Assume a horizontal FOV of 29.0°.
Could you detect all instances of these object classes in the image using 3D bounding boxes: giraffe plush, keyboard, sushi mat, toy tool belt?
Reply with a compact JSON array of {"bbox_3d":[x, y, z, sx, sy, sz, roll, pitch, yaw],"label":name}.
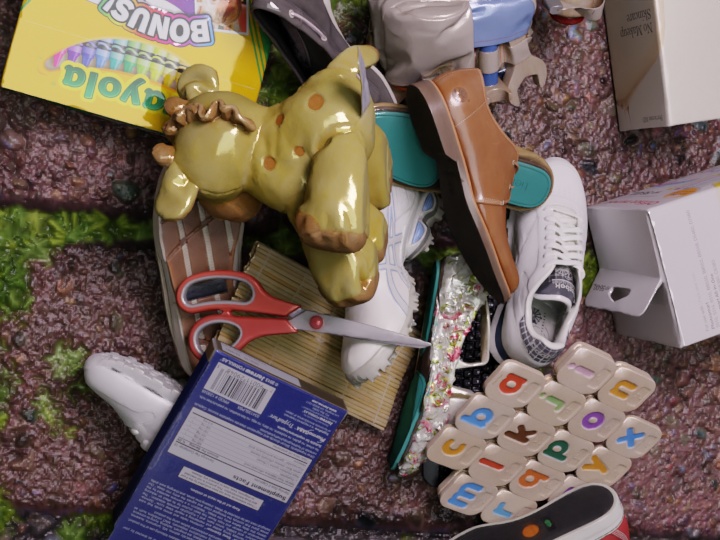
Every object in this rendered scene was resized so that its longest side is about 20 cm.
[{"bbox_3d":[-0.068,-0.079,1.048,0.162,0.173,0.200,0,125,10],"label":"giraffe plush"},{"bbox_3d":[0.113,0.096,1.237,0.104,0.040,0.200,2,93,-15],"label":"keyboard"},{"bbox_3d":[-0.033,0.058,1.170,0.200,0.012,0.096,30,81,-36],"label":"sushi mat"},{"bbox_3d":[0.102,-0.194,1.193,0.200,0.125,0.123,-7,132,-12],"label":"toy tool belt"}]

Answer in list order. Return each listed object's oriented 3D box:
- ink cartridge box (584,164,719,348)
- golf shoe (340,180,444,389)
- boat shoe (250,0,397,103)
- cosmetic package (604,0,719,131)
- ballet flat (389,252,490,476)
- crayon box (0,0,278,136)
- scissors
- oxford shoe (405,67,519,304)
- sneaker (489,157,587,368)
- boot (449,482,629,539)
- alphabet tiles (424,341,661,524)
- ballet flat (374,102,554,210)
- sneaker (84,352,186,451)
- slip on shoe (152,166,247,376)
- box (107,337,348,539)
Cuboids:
[{"bbox_3d":[0.304,-0.017,1.238,0.200,0.129,0.125,-17,97,-15],"label":"ink cartridge box"},{"bbox_3d":[0.000,0.000,1.149,0.097,0.078,0.200,31,50,-23],"label":"golf shoe"},{"bbox_3d":[-0.032,-0.165,1.136,0.200,0.067,0.057,55,49,-40],"label":"boat shoe"},{"bbox_3d":[0.269,-0.228,1.231,0.073,0.104,0.200,-8,94,-14],"label":"cosmetic package"},{"bbox_3d":[0.076,0.086,1.199,0.064,0.076,0.200,12,96,-5],"label":"ballet flat"},{"bbox_3d":[-0.172,-0.202,1.130,0.200,0.058,0.173,15,89,-16],"label":"crayon box"},{"bbox_3d":[-0.046,0.032,1.091,0.200,0.014,0.073,-4,86,7],"label":"scissors"},{"bbox_3d":[0.102,-0.068,1.129,0.071,0.071,0.200,-24,112,-16],"label":"oxford shoe"},{"bbox_3d":[0.168,-0.010,1.211,0.076,0.081,0.200,14,71,-11],"label":"sneaker"},{"bbox_3d":[0.155,0.289,1.249,0.200,0.072,0.144,-21,120,0],"label":"boot"},{"bbox_3d":[0.159,0.146,1.205,0.195,0.015,0.200,24,119,-32],"label":"alphabet tiles"},{"bbox_3d":[0.070,-0.098,1.183,0.200,0.063,0.069,19,110,-24],"label":"ballet flat"},{"bbox_3d":[-0.147,0.139,1.144,0.200,0.076,0.081,34,92,-13],"label":"sneaker"},{"bbox_3d":[-0.131,-0.007,1.141,0.076,0.061,0.200,-11,102,-18],"label":"slip on shoe"},{"bbox_3d":[-0.112,0.165,1.103,0.121,0.032,0.200,27,100,-19],"label":"box"}]
